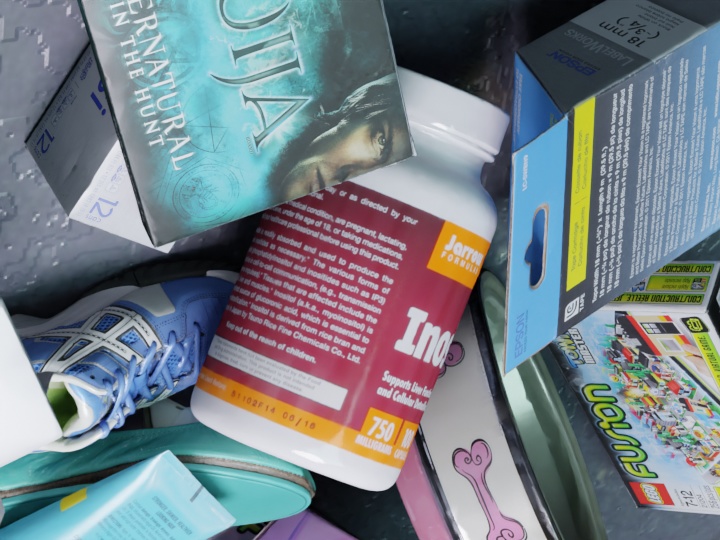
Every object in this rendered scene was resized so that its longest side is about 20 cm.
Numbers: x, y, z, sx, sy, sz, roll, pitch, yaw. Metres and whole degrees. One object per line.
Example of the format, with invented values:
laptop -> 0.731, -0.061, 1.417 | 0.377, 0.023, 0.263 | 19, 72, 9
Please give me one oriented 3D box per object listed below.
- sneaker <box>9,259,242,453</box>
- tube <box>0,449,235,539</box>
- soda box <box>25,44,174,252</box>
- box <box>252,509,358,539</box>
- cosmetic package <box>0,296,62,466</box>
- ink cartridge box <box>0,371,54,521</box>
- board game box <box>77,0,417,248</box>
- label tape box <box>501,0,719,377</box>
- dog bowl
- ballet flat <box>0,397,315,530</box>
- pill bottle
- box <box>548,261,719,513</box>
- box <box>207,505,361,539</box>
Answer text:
sneaker -> -0.129, 0.054, 1.341 | 0.200, 0.077, 0.076 | -19, 130, -19
tube -> -0.167, 0.152, 1.340 | 0.200, 0.050, 0.077 | -25, 145, 11
soda box -> -0.075, -0.111, 1.251 | 0.063, 0.068, 0.200 | 21, 112, -38
box -> 0.026, 0.247, 1.412 | 0.097, 0.200, 0.176 | -46, 139, -22
cosmetic package -> -0.219, 0.022, 1.179 | 0.113, 0.200, 0.081 | -27, 125, -11
ink cartridge box -> -0.234, 0.112, 1.222 | 0.200, 0.115, 0.068 | -15, 101, 1
board game box -> -0.057, -0.116, 1.191 | 0.135, 0.028, 0.200 | -20, 127, -8
label tape box -> 0.121, -0.057, 1.360 | 0.200, 0.063, 0.144 | -31, 137, -34
dog bowl -> 0.070, 0.104, 1.419 | 0.074, 0.200, 0.200 | -21, 134, 10
ballet flat -> -0.124, 0.098, 1.376 | 0.200, 0.070, 0.067 | -4, 146, -12
pill bottle -> 0.000, 0.000, 1.317 | 0.113, 0.113, 0.200 | 22, 89, -39
box -> 0.181, 0.069, 1.499 | 0.200, 0.110, 0.035 | 58, 44, -42
box -> -0.058, 0.182, 1.507 | 0.110, 0.035, 0.200 | -44, 133, 9
